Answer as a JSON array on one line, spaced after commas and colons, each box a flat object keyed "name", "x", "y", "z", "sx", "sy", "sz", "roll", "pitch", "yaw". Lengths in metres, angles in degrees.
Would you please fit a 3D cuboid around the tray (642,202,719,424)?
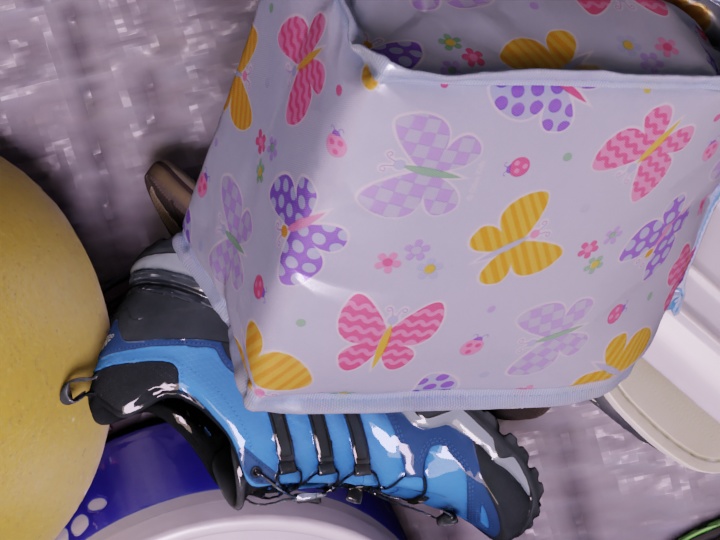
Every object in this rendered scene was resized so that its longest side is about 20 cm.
[{"name": "tray", "x": 0.171, "y": 0.012, "z": 1.259, "sx": 0.200, "sy": 0.022, "sz": 0.108, "roll": 40, "pitch": 72, "yaw": -15}]

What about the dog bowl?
[{"name": "dog bowl", "x": -0.066, "y": 0.165, "z": 1.321, "sx": 0.199, "sy": 0.079, "sz": 0.201, "roll": -8, "pitch": 125, "yaw": -12}]

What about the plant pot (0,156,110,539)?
[{"name": "plant pot", "x": -0.220, "y": 0.044, "z": 1.223, "sx": 0.199, "sy": 0.142, "sz": 0.201, "roll": 1, "pitch": 93, "yaw": 24}]

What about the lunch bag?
[{"name": "lunch bag", "x": 0.050, "y": -0.041, "z": 1.135, "sx": 0.199, "sy": 0.127, "sz": 0.170, "roll": 1, "pitch": 131, "yaw": -25}]

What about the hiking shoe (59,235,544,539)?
[{"name": "hiking shoe", "x": -0.021, "y": 0.070, "z": 1.247, "sx": 0.199, "sy": 0.074, "sz": 0.087, "roll": 30, "pitch": 70, "yaw": -4}]

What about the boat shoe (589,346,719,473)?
[{"name": "boat shoe", "x": 0.089, "y": 0.009, "z": 1.277, "sx": 0.199, "sy": 0.066, "sz": 0.075, "roll": 43, "pitch": 67, "yaw": -18}]

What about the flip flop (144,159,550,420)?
[{"name": "flip flop", "x": 0.000, "y": 0.000, "z": 1.263, "sx": 0.199, "sy": 0.058, "sz": 0.081, "roll": 22, "pitch": 159, "yaw": 18}]

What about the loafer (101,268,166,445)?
[{"name": "loafer", "x": -0.128, "y": 0.085, "z": 1.326, "sx": 0.072, "sy": 0.063, "sz": 0.200, "roll": 34, "pitch": 114, "yaw": -12}]

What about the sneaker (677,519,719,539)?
[{"name": "sneaker", "x": 0.181, "y": 0.147, "z": 1.325, "sx": 0.077, "sy": 0.084, "sz": 0.200, "roll": 42, "pitch": 111, "yaw": -15}]
